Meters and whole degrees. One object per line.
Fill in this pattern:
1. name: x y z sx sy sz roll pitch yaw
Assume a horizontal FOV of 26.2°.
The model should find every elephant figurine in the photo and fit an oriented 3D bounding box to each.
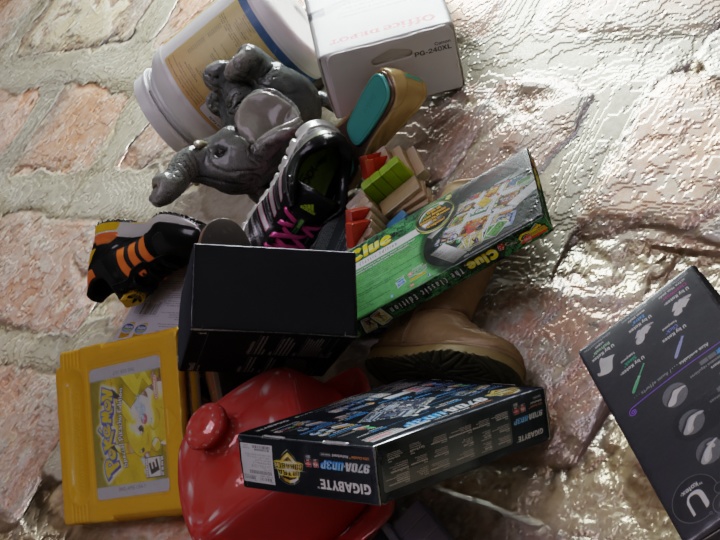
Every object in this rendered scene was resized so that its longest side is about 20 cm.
1. elephant figurine: -0.117 -0.129 1.643 0.154 0.142 0.201 -24 40 26

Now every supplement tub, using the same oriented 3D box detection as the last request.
1. supplement tub: -0.150 -0.233 1.787 0.199 0.145 0.145 -36 36 16

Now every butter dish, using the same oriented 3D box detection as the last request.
1. butter dish: -0.091 0.166 1.332 0.199 0.148 0.200 -36 35 16

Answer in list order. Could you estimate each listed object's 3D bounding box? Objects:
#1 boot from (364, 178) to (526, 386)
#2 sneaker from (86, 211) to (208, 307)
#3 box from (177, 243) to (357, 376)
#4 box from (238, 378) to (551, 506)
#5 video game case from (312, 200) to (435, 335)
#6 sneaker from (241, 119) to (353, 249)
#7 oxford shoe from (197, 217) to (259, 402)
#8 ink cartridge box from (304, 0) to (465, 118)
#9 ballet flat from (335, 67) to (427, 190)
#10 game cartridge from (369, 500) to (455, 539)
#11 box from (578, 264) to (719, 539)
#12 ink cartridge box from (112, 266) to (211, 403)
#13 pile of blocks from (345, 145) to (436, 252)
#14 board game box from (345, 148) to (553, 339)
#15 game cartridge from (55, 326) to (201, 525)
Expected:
1. boot: 0.101 0.007 1.352 0.174 0.066 0.201 2 54 42
2. sneaker: -0.212 -0.004 1.582 0.199 0.070 0.091 -2 69 47
3. box: -0.086 0.039 1.356 0.200 0.139 0.080 127 142 -73
4. box: 0.027 0.130 1.215 0.158 0.199 0.047 -1 99 46
5. video game case: 0.000 0.000 1.509 0.199 0.019 0.144 -4 54 44
6. sneaker: -0.062 -0.055 1.516 0.202 0.073 0.087 -65 18 -5
7. oxford shoe: -0.136 0.052 1.496 0.071 0.071 0.203 -11 83 61
8. ink cartridge box: 0.020 -0.261 1.643 0.144 0.084 0.201 -14 40 2
9. ballet flat: 0.004 -0.130 1.588 0.200 0.063 0.069 -47 58 42
10. game cartridge: 0.007 0.286 1.210 0.200 0.038 0.130 -47 39 2
11. box: 0.247 0.115 1.035 0.106 0.122 0.201 -38 35 12
12. ink cartridge box: -0.178 0.059 1.593 0.136 0.076 0.201 0 55 48
13. pile of blocks: 0.020 -0.053 1.469 0.082 0.062 0.202 -22 43 32
14. board game box: 0.071 -0.024 1.348 0.199 0.023 0.105 -29 37 18
15. game cartridge: -0.230 0.157 1.520 0.199 0.032 0.178 -13 79 40
